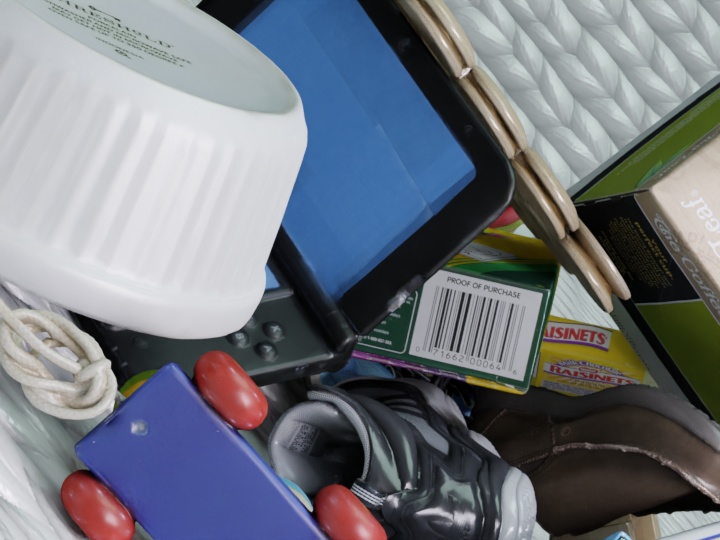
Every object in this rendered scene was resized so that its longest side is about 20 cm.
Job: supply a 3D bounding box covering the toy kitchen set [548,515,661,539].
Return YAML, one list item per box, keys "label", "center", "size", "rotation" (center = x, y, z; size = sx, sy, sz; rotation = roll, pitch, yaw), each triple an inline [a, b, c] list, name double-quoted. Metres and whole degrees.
- label: "toy kitchen set"
  center: [0.209, 0.163, 1.471]
  size: [0.163, 0.179, 0.201]
  rotation: [-19, 96, -79]

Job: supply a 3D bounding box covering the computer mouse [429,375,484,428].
- label: "computer mouse"
  center: [0.059, 0.110, 1.368]
  size: [0.058, 0.034, 0.201]
  rotation: [26, 45, -22]

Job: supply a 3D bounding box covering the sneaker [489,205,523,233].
- label: "sneaker"
  center: [0.008, -0.059, 1.469]
  size: [0.199, 0.079, 0.090]
  rotation: [9, 0, -15]

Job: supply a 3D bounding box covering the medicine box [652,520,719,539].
- label: "medicine box"
  center: [0.171, 0.219, 1.211]
  size: [0.182, 0.103, 0.201]
  rotation: [-5, 72, -54]

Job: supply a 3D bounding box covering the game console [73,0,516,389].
- label: "game console"
  center: [-0.061, -0.058, 1.220]
  size: [0.175, 0.117, 0.200]
  rotation: [-11, 53, -35]

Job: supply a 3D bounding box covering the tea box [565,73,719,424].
- label: "tea box"
  center: [0.219, 0.008, 1.336]
  size: [0.200, 0.133, 0.197]
  rotation: [55, -10, -6]

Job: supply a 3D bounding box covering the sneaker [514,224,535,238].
- label: "sneaker"
  center: [0.029, -0.067, 1.570]
  size: [0.077, 0.201, 0.147]
  rotation: [-28, -105, 63]

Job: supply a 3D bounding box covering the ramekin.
- label: "ramekin"
  center: [-0.113, -0.063, 1.095]
  size: [0.202, 0.095, 0.202]
  rotation: [26, 17, -8]

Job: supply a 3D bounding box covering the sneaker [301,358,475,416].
- label: "sneaker"
  center: [0.037, 0.074, 1.464]
  size: [0.200, 0.090, 0.078]
  rotation: [43, 12, -33]

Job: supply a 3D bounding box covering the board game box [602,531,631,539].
- label: "board game box"
  center: [0.125, 0.230, 1.070]
  size: [0.200, 0.153, 0.040]
  rotation: [45, -24, -1]

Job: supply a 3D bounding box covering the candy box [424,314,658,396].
- label: "candy box"
  center: [0.077, 0.048, 1.489]
  size: [0.199, 0.027, 0.102]
  rotation: [12, -25, 5]

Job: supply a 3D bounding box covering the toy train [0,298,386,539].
- label: "toy train"
  center: [-0.081, 0.060, 1.040]
  size: [0.200, 0.085, 0.116]
  rotation: [49, 0, -10]

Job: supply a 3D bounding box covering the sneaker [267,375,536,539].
- label: "sneaker"
  center: [-0.002, 0.086, 1.287]
  size: [0.113, 0.076, 0.200]
  rotation: [23, 5, -29]

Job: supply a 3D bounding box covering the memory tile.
- label: "memory tile"
  center: [0.061, -0.076, 1.298]
  size: [0.200, 0.017, 0.153]
  rotation: [56, -1, -26]

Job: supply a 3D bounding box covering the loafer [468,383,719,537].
- label: "loafer"
  center: [0.117, 0.101, 1.275]
  size: [0.073, 0.071, 0.200]
  rotation: [37, -19, -25]

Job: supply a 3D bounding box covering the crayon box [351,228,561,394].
- label: "crayon box"
  center: [0.000, 0.000, 1.359]
  size: [0.199, 0.059, 0.173]
  rotation: [13, 10, 4]
